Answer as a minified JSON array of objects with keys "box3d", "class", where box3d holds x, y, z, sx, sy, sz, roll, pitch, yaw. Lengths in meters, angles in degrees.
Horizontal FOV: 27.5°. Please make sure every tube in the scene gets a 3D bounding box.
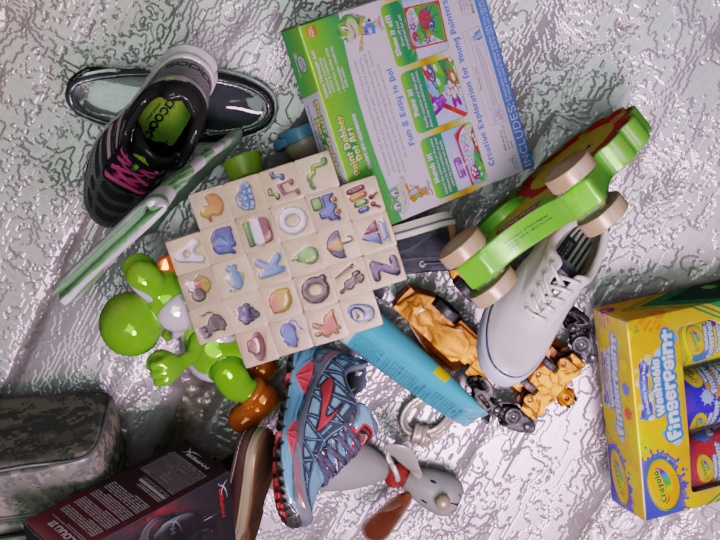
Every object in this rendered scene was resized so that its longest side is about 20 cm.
[{"box3d":[0.036,0.084,1.426,0.200,0.077,0.050,40,77,1],"class":"tube"}]

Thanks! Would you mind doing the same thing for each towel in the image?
[{"box3d":[-0.187,-0.050,1.318,0.023,0.200,0.152,47,115,-4],"class":"towel"}]

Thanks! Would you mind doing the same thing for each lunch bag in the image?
[{"box3d":[-0.315,0.223,1.426,0.199,0.140,0.168,-8,119,0],"class":"lunch bag"}]

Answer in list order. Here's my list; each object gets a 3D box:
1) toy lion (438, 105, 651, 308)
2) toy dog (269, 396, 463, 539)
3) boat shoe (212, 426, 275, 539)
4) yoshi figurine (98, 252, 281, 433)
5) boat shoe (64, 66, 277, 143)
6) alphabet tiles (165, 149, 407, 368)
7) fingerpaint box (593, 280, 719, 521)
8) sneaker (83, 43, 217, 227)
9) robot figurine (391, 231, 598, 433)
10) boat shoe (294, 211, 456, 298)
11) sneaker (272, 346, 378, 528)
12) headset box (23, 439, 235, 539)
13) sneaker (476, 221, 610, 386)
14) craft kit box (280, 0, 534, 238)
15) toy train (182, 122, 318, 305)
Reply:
[{"box3d":[0.178,-0.072,1.356,0.200,0.192,0.069,-36,101,26],"class":"toy lion"},{"box3d":[0.004,0.198,1.445,0.199,0.096,0.133,-2,102,-1],"class":"toy dog"},{"box3d":[-0.130,0.218,1.430,0.072,0.072,0.200,21,138,6],"class":"boat shoe"},{"box3d":[-0.171,0.072,1.391,0.200,0.112,0.112,48,56,-28],"class":"yoshi figurine"},{"box3d":[-0.178,-0.154,1.383,0.199,0.060,0.076,0,102,-2],"class":"boat shoe"},{"box3d":[-0.066,-0.009,1.319,0.199,0.006,0.167,-18,101,3],"class":"alphabet tiles"},{"box3d":[0.323,0.123,1.429,0.166,0.073,0.201,-11,102,-17],"class":"fingerpaint box"},{"box3d":[-0.196,-0.110,1.325,0.074,0.088,0.200,31,116,-16],"class":"sneaker"},{"box3d":[0.136,0.062,1.440,0.200,0.058,0.145,42,98,-9],"class":"robot figurine"},{"box3d":[0.000,0.000,1.373,0.199,0.075,0.063,-17,92,-8],"class":"boat shoe"},{"box3d":[-0.031,0.150,1.373,0.095,0.201,0.080,5,140,2],"class":"sneaker"},{"box3d":[-0.214,0.269,1.352,0.199,0.077,0.150,-25,126,-36],"class":"headset box"},{"box3d":[0.171,0.017,1.370,0.073,0.071,0.200,33,60,-6],"class":"sneaker"},{"box3d":[0.047,-0.156,1.357,0.197,0.048,0.201,-22,102,-27],"class":"craft kit box"},{"box3d":[-0.098,-0.058,1.368,0.199,0.085,0.116,-23,90,-25],"class":"toy train"}]
